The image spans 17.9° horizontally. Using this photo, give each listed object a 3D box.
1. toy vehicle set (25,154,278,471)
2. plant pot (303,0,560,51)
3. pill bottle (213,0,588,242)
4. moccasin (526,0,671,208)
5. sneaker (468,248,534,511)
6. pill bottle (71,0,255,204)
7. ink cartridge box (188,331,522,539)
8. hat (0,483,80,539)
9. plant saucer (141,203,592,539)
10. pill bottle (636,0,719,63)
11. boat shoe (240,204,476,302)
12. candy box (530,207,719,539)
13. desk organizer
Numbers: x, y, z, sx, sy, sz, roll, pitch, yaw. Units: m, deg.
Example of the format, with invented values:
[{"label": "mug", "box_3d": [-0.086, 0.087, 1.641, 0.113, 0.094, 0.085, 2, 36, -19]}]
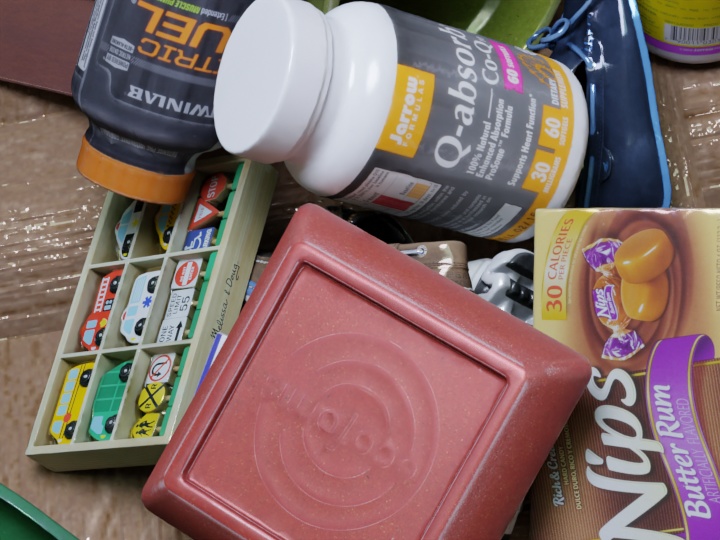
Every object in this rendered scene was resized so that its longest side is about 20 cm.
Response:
[{"label": "toy vehicle set", "box_3d": [-0.127, 0.025, 1.402, 0.124, 0.027, 0.200, -9, 56, 39]}, {"label": "plant pot", "box_3d": [0.003, -0.219, 1.464, 0.200, 0.200, 0.184, -42, 51, -13]}, {"label": "pill bottle", "box_3d": [0.024, -0.091, 1.337, 0.200, 0.116, 0.117, 13, 56, -29]}, {"label": "moccasin", "box_3d": [0.142, -0.123, 1.410, 0.068, 0.080, 0.200, -11, 77, 1]}, {"label": "sneaker", "box_3d": [0.059, 0.085, 1.350, 0.081, 0.075, 0.200, -2, 65, 40]}, {"label": "pill bottle", "box_3d": [-0.110, -0.143, 1.377, 0.106, 0.106, 0.200, 25, 107, 22]}, {"label": "ink cartridge box", "box_3d": [-0.006, 0.111, 1.291, 0.200, 0.037, 0.095, 20, 89, 19]}, {"label": "hat", "box_3d": [-0.224, 0.215, 1.289, 0.166, 0.200, 0.176, 36, 79, -4]}, {"label": "plant saucer", "box_3d": [-0.005, 0.089, 1.258, 0.199, 0.037, 0.200, 30, 92, 21]}, {"label": "pill bottle", "box_3d": [0.208, -0.223, 1.403, 0.104, 0.200, 0.104, -2, 59, 4]}, {"label": "boat shoe", "box_3d": [0.000, 0.000, 1.360, 0.200, 0.072, 0.072, 12, 92, 47]}, {"label": "candy box", "box_3d": [0.157, 0.065, 1.286, 0.117, 0.056, 0.200, 1, 88, 22]}, {"label": "desk organizer", "box_3d": [-0.187, -0.164, 1.518, 0.200, 0.077, 0.072, 15, 31, 34]}]
